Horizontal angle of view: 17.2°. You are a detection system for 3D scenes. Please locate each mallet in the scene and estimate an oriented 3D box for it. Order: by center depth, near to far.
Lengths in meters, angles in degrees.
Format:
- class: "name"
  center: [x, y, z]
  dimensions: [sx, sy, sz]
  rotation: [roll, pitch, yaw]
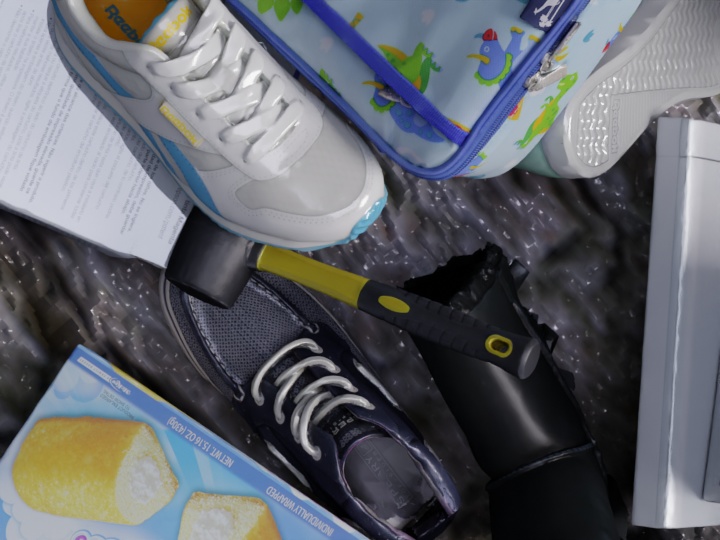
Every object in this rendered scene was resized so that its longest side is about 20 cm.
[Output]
- class: "mallet"
  center: [0.000, 0.000, 1.134]
  dimensions: [0.199, 0.041, 0.066]
  rotation: [13, 78, 27]

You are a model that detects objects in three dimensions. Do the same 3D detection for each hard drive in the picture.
- class: "hard drive"
  center: [0.185, 0.029, 1.214]
  dimensions: [0.027, 0.132, 0.201]
  rotation: [4, 89, 36]

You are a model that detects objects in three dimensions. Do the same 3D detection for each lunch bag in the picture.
- class: "lunch bag"
  center: [0.025, -0.148, 1.120]
  dimensions: [0.200, 0.082, 0.161]
  rotation: [47, 113, 21]

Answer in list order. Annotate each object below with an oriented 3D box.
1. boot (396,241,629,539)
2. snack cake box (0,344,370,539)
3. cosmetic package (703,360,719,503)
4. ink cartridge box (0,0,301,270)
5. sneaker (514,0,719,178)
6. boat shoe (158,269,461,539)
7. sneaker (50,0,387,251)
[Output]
- class: "boot"
  center: [0.075, 0.082, 1.159]
  dimensions: [0.073, 0.198, 0.163]
  rotation: [-24, 103, 13]
- class: "snack cake box"
  center: [-0.085, 0.141, 1.169]
  dimensions: [0.200, 0.067, 0.115]
  rotation: [33, 85, 12]
- class: "cosmetic package"
  center: [0.304, 0.067, 1.128]
  dimensions: [0.199, 0.199, 0.124]
  rotation: [12, 83, -22]
- class: "ink cartridge box"
  center: [-0.131, -0.116, 1.204]
  dimensions: [0.199, 0.043, 0.197]
  rotation: [24, 84, -8]
- class: "sneaker"
  center: [0.116, -0.114, 1.223]
  dimensions: [0.200, 0.118, 0.074]
  rotation: [-35, 122, -40]
- class: "boat shoe"
  center: [-0.022, 0.061, 1.192]
  dimensions: [0.200, 0.093, 0.075]
  rotation: [45, 85, -4]
- class: "sneaker"
  center: [-0.072, -0.084, 1.124]
  dimensions: [0.200, 0.081, 0.077]
  rotation: [38, 74, 13]
